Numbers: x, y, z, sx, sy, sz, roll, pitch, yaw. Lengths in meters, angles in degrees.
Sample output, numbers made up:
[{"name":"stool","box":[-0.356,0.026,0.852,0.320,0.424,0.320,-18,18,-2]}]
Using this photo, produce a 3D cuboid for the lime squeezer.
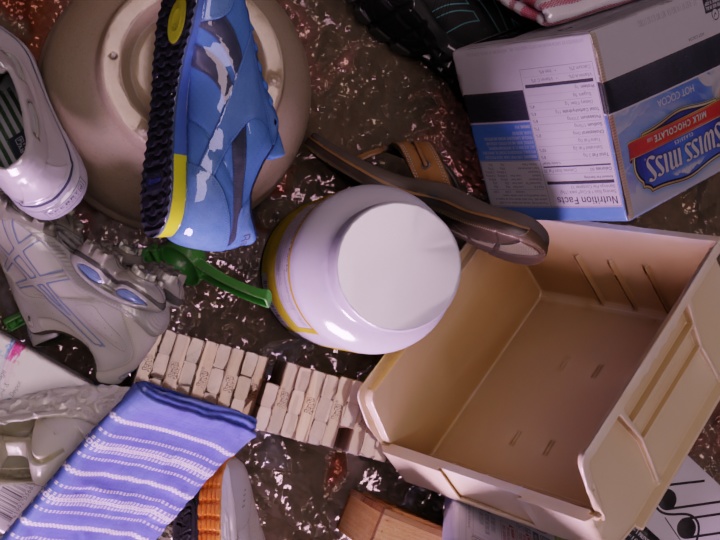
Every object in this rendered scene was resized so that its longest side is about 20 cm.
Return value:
[{"name":"lime squeezer","box":[-0.152,0.011,0.909,0.200,0.038,0.071,-5,54,14]}]

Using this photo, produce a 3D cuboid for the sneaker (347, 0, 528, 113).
[{"name":"sneaker","box":[0.068,-0.190,0.971,0.200,0.075,0.079,40,70,-19]}]

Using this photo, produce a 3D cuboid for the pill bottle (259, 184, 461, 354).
[{"name":"pill bottle","box":[0.000,0.000,0.874,0.112,0.200,0.112,0,89,-14]}]

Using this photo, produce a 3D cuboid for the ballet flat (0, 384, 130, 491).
[{"name":"ballet flat","box":[-0.225,0.118,0.812,0.200,0.072,0.072,-5,90,-12]}]

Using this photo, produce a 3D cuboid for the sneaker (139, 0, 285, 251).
[{"name":"sneaker","box":[-0.086,-0.112,0.793,0.078,0.066,0.200,5,90,-27]}]

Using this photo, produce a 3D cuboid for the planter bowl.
[{"name":"planter bowl","box":[-0.121,-0.129,0.882,0.200,0.135,0.200,1,88,-15]}]

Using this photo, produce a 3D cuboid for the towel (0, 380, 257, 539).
[{"name":"towel","box":[-0.164,0.160,0.839,0.200,0.145,0.024,-50,62,5]}]

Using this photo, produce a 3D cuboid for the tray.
[{"name":"tray","box":[0.088,0.217,0.942,0.200,0.099,0.037,23,83,-13]}]

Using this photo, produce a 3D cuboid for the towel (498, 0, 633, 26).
[{"name":"towel","box":[0.135,-0.241,0.929,0.146,0.200,0.030,-23,133,-21]}]

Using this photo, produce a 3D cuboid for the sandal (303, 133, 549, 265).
[{"name":"sandal","box":[0.051,-0.063,0.915,0.200,0.082,0.055,22,81,31]}]

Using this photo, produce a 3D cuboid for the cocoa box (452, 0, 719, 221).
[{"name":"cocoa box","box":[0.190,-0.126,0.921,0.200,0.133,0.131,-26,108,-35]}]

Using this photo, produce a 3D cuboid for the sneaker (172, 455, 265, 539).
[{"name":"sneaker","box":[-0.078,0.231,0.924,0.092,0.076,0.200,-2,87,-34]}]

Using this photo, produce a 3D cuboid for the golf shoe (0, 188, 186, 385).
[{"name":"golf shoe","box":[-0.218,0.001,0.862,0.200,0.078,0.097,32,104,22]}]

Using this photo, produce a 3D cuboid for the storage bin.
[{"name":"storage bin","box":[0.131,0.068,0.879,0.199,0.200,0.094,-52,128,-23]}]

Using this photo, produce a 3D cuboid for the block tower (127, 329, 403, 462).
[{"name":"block tower","box":[-0.074,0.088,0.928,0.200,0.054,0.058,18,83,-12]}]

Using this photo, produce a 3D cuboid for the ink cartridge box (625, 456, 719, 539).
[{"name":"ink cartridge box","box":[0.221,0.179,1.005,0.200,0.044,0.094,43,78,-9]}]

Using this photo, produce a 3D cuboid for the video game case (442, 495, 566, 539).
[{"name":"video game case","box":[0.140,0.212,0.875,0.182,0.200,0.022,27,103,-1]}]

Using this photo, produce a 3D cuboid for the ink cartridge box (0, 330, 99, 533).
[{"name":"ink cartridge box","box":[-0.264,0.097,0.872,0.200,0.067,0.116,32,82,-12]}]

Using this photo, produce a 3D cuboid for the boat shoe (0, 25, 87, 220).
[{"name":"boat shoe","box":[-0.242,-0.118,0.833,0.074,0.067,0.200,-42,60,-5]}]
